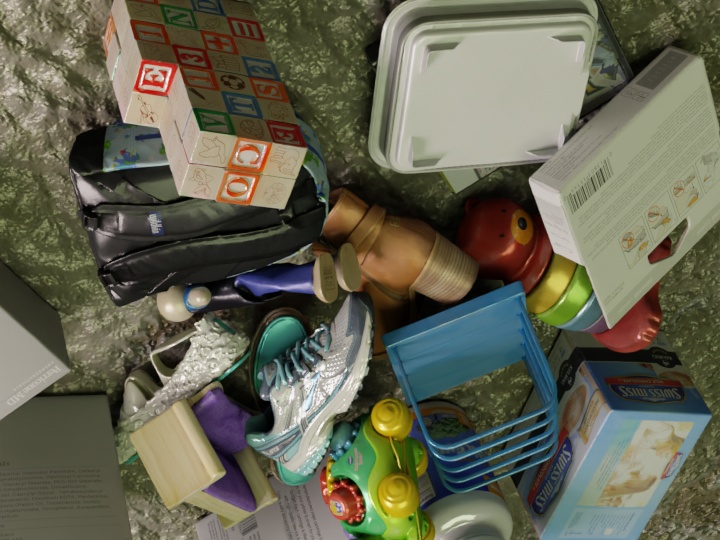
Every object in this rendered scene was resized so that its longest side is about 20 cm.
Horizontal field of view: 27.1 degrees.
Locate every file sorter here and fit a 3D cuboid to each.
[{"bbox_3d":[0.115,0.120,1.427,0.137,0.124,0.200,-22,158,0],"label":"file sorter"}]

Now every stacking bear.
[{"bbox_3d":[0.183,-0.007,1.438,0.198,0.123,0.113,22,156,-22],"label":"stacking bear"}]

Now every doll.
[{"bbox_3d":[-0.104,0.013,1.337,0.198,0.136,0.049,-8,98,32],"label":"doll"}]

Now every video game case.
[{"bbox_3d":[0.128,-0.179,1.322,0.199,0.026,0.181,-31,132,7],"label":"video game case"}]

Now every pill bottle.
[{"bbox_3d":[0.093,0.244,1.554,0.111,0.201,0.113,-10,133,-12],"label":"pill bottle"}]

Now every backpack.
[{"bbox_3d":[-0.124,-0.068,1.261,0.197,0.155,0.165,-4,129,12],"label":"backpack"}]

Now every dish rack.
[{"bbox_3d":[0.111,-0.155,1.291,0.197,0.044,0.173,-7,130,-17],"label":"dish rack"}]

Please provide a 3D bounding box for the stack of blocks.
[{"bbox_3d":[-0.123,-0.137,1.146,0.114,0.201,0.059,6,128,-25],"label":"stack of blocks"}]

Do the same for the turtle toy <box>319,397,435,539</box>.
[{"bbox_3d":[0.013,0.223,1.434,0.100,0.202,0.146,-8,151,8],"label":"turtle toy"}]

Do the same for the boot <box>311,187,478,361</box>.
[{"bbox_3d":[0.000,0.000,1.403,0.154,0.074,0.200,29,139,-17],"label":"boot"}]

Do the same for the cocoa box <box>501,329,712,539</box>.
[{"bbox_3d":[0.260,0.179,1.606,0.132,0.132,0.202,5,128,-23],"label":"cocoa box"}]

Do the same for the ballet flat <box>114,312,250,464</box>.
[{"bbox_3d":[-0.185,0.107,1.433,0.071,0.072,0.200,28,122,-36],"label":"ballet flat"}]

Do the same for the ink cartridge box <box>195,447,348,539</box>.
[{"bbox_3d":[-0.061,0.288,1.573,0.199,0.147,0.084,-32,132,9],"label":"ink cartridge box"}]

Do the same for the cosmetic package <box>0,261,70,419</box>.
[{"bbox_3d":[-0.352,0.036,1.292,0.106,0.091,0.200,-35,129,8],"label":"cosmetic package"}]

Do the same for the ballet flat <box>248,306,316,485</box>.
[{"bbox_3d":[-0.077,0.115,1.467,0.067,0.067,0.202,-4,117,-7],"label":"ballet flat"}]

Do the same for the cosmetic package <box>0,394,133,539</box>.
[{"bbox_3d":[-0.313,0.246,1.407,0.164,0.201,0.169,0,130,-19],"label":"cosmetic package"}]

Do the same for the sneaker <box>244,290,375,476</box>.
[{"bbox_3d":[-0.048,0.102,1.381,0.085,0.078,0.202,20,115,-11],"label":"sneaker"}]

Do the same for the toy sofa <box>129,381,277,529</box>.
[{"bbox_3d":[-0.135,0.183,1.444,0.097,0.083,0.200,-32,160,2],"label":"toy sofa"}]

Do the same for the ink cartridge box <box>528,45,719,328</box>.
[{"bbox_3d":[0.257,-0.076,1.380,0.200,0.045,0.177,-42,131,-18],"label":"ink cartridge box"}]
